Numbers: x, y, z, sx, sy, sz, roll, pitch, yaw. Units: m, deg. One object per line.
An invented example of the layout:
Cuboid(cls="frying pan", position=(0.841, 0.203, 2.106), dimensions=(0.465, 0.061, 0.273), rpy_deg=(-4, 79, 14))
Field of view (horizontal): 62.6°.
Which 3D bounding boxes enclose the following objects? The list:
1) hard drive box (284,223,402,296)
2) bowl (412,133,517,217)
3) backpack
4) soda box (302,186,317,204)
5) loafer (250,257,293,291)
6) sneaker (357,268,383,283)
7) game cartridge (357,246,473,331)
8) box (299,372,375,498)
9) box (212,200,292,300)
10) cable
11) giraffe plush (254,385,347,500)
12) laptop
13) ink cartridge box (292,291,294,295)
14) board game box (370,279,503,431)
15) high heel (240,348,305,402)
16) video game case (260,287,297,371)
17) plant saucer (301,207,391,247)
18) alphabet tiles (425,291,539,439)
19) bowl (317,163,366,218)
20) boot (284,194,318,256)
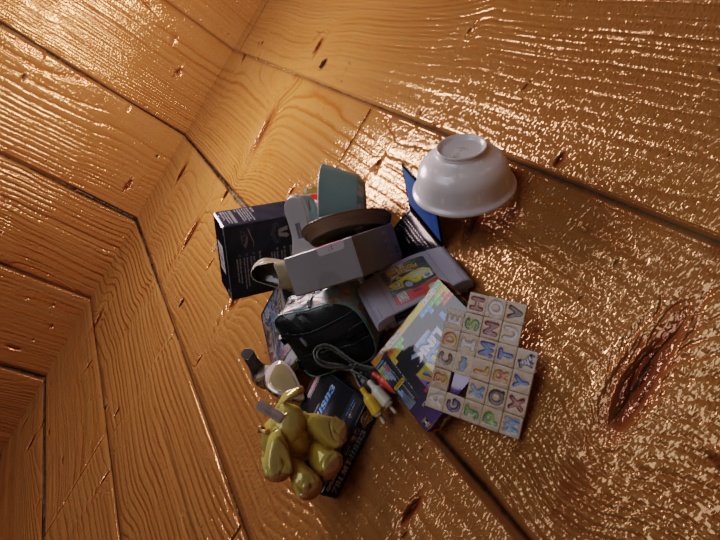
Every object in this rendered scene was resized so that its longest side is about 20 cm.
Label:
Cuboid(cls="hard drive box", position=(-0.028, -0.023, 1.157), dimensions=(0.154, 0.200, 0.078), rpy_deg=(-17, 94, 26))
Cuboid(cls="bowl", position=(0.191, -0.192, 1.104), dimensions=(0.197, 0.091, 0.203), rpy_deg=(-8, 38, 6))
Cuboid(cls="backpack", position=(-0.051, 0.111, 1.227), dimensions=(0.198, 0.178, 0.154), rpy_deg=(-14, 24, 33))
Cuboid(cls="soda box", position=(-0.119, -0.140, 1.516), dimensions=(0.201, 0.066, 0.065), rpy_deg=(-90, -1, -53))
Cuboid(cls="loafer", position=(-0.160, 0.012, 1.319), dimensions=(0.197, 0.068, 0.077), rpy_deg=(0, 106, 21))
Cuboid(cls="sneaker", position=(0.001, 0.000, 1.325), dimensions=(0.199, 0.069, 0.095), rpy_deg=(-17, 73, 55))
Cuboid(cls="game cartridge", position=(0.098, 0.029, 1.126), dimensions=(0.197, 0.041, 0.133), rpy_deg=(-25, 35, -6))
Cuboid(cls="box", position=(-0.068, 0.324, 1.216), dimensions=(0.198, 0.049, 0.202), rpy_deg=(23, 86, 54))
Cuboid(cls="box", position=(-0.261, -0.055, 1.519), dimensions=(0.117, 0.197, 0.200), rpy_deg=(-136, 40, -55))
Cuboid(cls="cable", position=(0.002, 0.193, 1.129), dimensions=(0.097, 0.199, 0.050), rpy_deg=(-49, -9, -10))
Cuboid(cls="giraffe plush", position=(-0.139, 0.330, 1.139), dimensions=(0.172, 0.200, 0.162), rpy_deg=(-43, 0, -29))
Cuboid(cls="laptop", position=(0.090, -0.087, 1.240), dimensions=(0.201, 0.103, 0.178), rpy_deg=(-51, 36, 16))
Cuboid(cls="ink cartridge box", position=(-0.110, 0.052, 1.418), dimensions=(0.146, 0.084, 0.200), rpy_deg=(-57, 37, 6))
Cuboid(cls="board game box", position=(0.135, 0.146, 1.024), dimensions=(0.201, 0.056, 0.165), rpy_deg=(-53, 55, 14))
Cuboid(cls="high heel", position=(-0.182, 0.264, 1.354), dimensions=(0.198, 0.144, 0.071), rpy_deg=(30, 64, 31))
Cuboid(cls="video game case", position=(-0.186, 0.149, 1.401), dimensions=(0.181, 0.025, 0.203), rpy_deg=(-55, 46, 49))
Cuboid(cls="plant saucer", position=(-0.028, -0.086, 1.257), dimensions=(0.199, 0.198, 0.030), rpy_deg=(-23, 74, 42))
Cuboid(cls="alphabet tiles", position=(0.198, 0.143, 0.945), dimensions=(0.165, 0.008, 0.204), rpy_deg=(13, 88, 35))
Cuboid(cls="bowl", position=(-0.039, -0.152, 1.402), dimensions=(0.103, 0.202, 0.204), rpy_deg=(-1, 56, 4))
Cuboid(cls="boot", position=(-0.117, -0.078, 1.372), dimensions=(0.072, 0.095, 0.204), rpy_deg=(-5, 98, 23))
